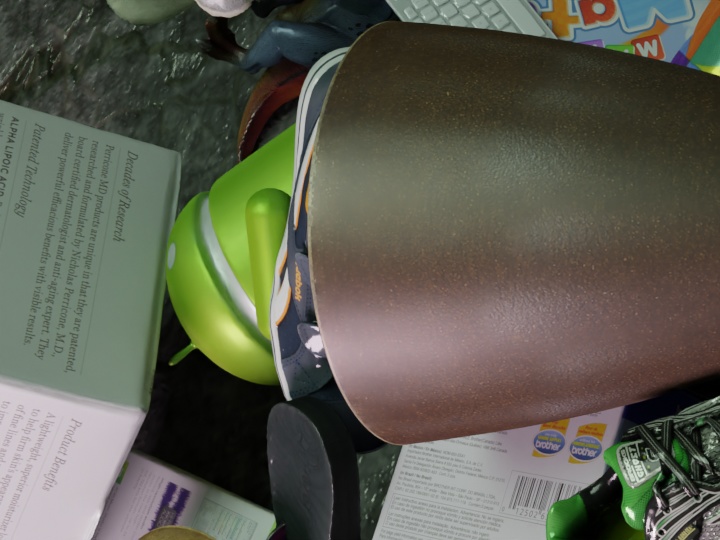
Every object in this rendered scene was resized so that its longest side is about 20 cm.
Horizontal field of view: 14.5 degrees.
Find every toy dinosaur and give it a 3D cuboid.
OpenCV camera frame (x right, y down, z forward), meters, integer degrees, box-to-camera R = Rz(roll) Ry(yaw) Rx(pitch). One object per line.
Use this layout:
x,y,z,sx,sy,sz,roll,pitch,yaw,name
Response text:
0.009,-0.152,1.561,0.181,0.201,0.105,4,45,17,toy dinosaur

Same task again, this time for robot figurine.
-0.015,-0.018,1.449,0.200,0.116,0.176,-34,10,20,robot figurine

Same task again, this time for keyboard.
0.038,-0.142,1.377,0.056,0.011,0.200,-32,62,-8,keyboard

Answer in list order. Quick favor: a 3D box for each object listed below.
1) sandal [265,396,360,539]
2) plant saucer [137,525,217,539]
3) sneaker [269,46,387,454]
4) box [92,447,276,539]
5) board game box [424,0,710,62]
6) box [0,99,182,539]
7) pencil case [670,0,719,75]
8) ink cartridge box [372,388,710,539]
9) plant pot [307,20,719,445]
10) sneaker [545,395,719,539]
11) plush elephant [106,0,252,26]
-0.031,0.160,1.366,0.075,0.048,0.201,19,120,54,sandal
-0.087,0.227,1.393,0.200,0.035,0.201,19,114,50,plant saucer
0.000,0.000,1.337,0.079,0.078,0.201,-134,40,-68,sneaker
-0.093,0.186,1.501,0.200,0.036,0.145,19,85,51,box
0.105,-0.170,1.411,0.150,0.037,0.201,-4,62,4,board game box
-0.191,0.050,1.519,0.201,0.130,0.199,-86,16,-45,box
0.199,-0.103,1.303,0.200,0.088,0.088,-55,41,12,pencil case
0.084,0.111,1.317,0.136,0.076,0.201,7,77,47,ink cartridge box
0.107,-0.019,1.209,0.199,0.187,0.188,-2,68,26,plant pot
0.155,0.086,1.173,0.200,0.085,0.078,-45,43,38,sneaker
-0.114,-0.204,1.486,0.155,0.165,0.200,-29,8,31,plush elephant
